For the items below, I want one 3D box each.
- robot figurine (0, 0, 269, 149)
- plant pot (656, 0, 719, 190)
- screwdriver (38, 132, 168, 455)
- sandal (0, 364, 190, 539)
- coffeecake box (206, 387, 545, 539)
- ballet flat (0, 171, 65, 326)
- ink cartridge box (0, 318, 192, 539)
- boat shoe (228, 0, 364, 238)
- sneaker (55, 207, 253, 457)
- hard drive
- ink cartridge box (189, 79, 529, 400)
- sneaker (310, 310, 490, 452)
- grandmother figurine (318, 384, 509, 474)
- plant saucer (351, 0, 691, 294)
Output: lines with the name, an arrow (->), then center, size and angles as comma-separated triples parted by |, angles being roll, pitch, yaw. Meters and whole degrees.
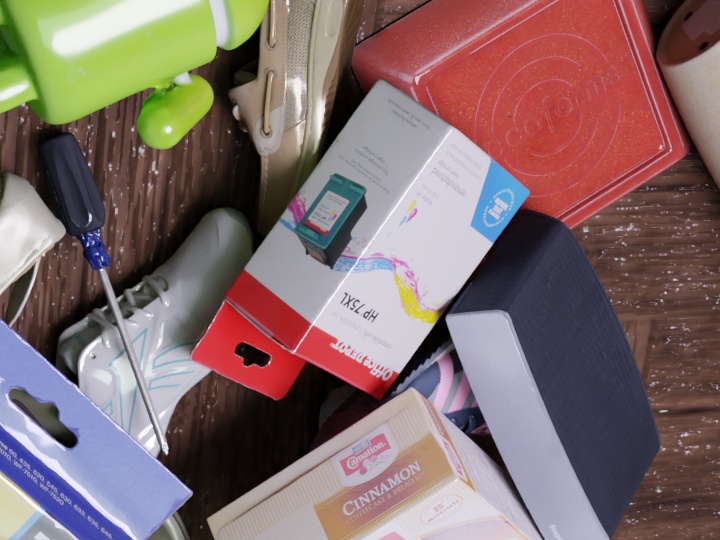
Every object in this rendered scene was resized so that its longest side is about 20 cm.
robot figurine -> -0.136, -0.155, 1.077 | 0.200, 0.116, 0.176 | -25, 108, -15
plant pot -> 0.293, -0.105, 1.289 | 0.200, 0.187, 0.187 | 41, 90, -20
screwdriver -> -0.144, 0.014, 1.155 | 0.029, 0.028, 0.200 | -21, 94, 29
sandal -> -0.173, 0.138, 1.171 | 0.080, 0.057, 0.201 | -20, 125, 22
coffeecake box -> 0.022, 0.175, 1.234 | 0.153, 0.073, 0.200 | -33, 145, 9
ballet flat -> -0.242, 0.036, 1.139 | 0.069, 0.069, 0.200 | 35, 94, -33
ink cartridge box -> -0.229, 0.141, 1.106 | 0.200, 0.047, 0.198 | -44, 109, 4
boat shoe -> -0.043, -0.107, 1.180 | 0.064, 0.071, 0.200 | 15, 117, 6
sneaker -> -0.134, 0.045, 1.194 | 0.080, 0.070, 0.201 | 28, 98, -30
hard drive -> 0.130, 0.074, 1.255 | 0.135, 0.042, 0.200 | -51, 125, -43
ink cartridge box -> 0.000, 0.000, 1.173 | 0.200, 0.067, 0.116 | -55, 147, 3
sneaker -> 0.058, 0.083, 1.264 | 0.200, 0.070, 0.082 | -36, 100, -28
grandmother figurine -> 0.056, 0.131, 1.333 | 0.200, 0.061, 0.122 | 26, 83, -29
plant saucer -> 0.117, -0.104, 1.271 | 0.199, 0.037, 0.200 | -32, 121, -11
